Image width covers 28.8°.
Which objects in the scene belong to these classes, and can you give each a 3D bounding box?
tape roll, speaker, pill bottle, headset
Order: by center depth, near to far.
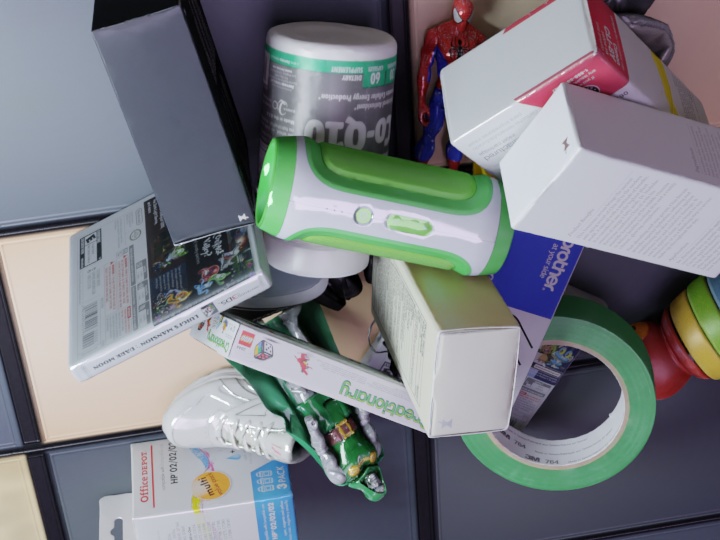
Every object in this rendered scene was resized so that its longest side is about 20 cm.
[{"bbox_3d":[0.020,-0.051,1.123,0.198,0.089,0.089,11,120,-12],"label":"speaker"},{"bbox_3d":[-0.031,-0.104,1.203,0.112,0.113,0.202,0,110,-11],"label":"pill bottle"},{"bbox_3d":[0.000,0.000,1.307,0.122,0.094,0.201,-20,114,3],"label":"headset"},{"bbox_3d":[0.191,0.122,1.390,0.198,0.048,0.202,4,117,7],"label":"tape roll"}]

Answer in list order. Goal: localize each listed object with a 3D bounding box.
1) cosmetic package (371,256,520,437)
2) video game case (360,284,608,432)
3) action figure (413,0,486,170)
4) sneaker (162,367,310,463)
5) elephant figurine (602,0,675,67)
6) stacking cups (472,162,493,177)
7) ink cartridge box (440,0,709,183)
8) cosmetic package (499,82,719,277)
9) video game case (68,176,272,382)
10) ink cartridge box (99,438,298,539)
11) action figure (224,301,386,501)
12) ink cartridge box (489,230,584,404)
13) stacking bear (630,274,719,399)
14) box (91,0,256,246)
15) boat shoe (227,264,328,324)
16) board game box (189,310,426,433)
[{"bbox_3d":[0.067,0.041,1.186,0.070,0.200,0.106,-4,121,-13],"label":"cosmetic package"},{"bbox_3d":[0.122,0.070,1.418,0.199,0.023,0.183,22,116,-22],"label":"video game case"},{"bbox_3d":[0.080,-0.148,1.258,0.065,0.052,0.202,1,119,-7],"label":"action figure"},{"bbox_3d":[-0.096,0.149,1.380,0.198,0.100,0.079,-9,123,-5],"label":"sneaker"},{"bbox_3d":[0.198,-0.212,1.201,0.154,0.142,0.201,13,131,22],"label":"elephant figurine"},{"bbox_3d":[0.207,-0.094,1.306,0.198,0.061,0.061,-11,124,-4],"label":"stacking cups"},{"bbox_3d":[0.184,-0.121,1.155,0.145,0.084,0.199,-31,137,29],"label":"ink cartridge box"},{"bbox_3d":[0.221,-0.067,1.101,0.198,0.072,0.102,12,139,-24],"label":"cosmetic package"},{"bbox_3d":[-0.168,-0.009,1.206,0.181,0.201,0.023,-27,125,7],"label":"video game case"},{"bbox_3d":[-0.168,0.226,1.405,0.198,0.115,0.068,-8,123,-6],"label":"ink cartridge box"},{"bbox_3d":[-0.032,0.132,1.335,0.118,0.055,0.201,-34,96,-27],"label":"action figure"},{"bbox_3d":[0.129,0.030,1.298,0.093,0.044,0.201,17,118,-6],"label":"ink cartridge box"},{"bbox_3d":[0.348,0.058,1.408,0.199,0.122,0.114,-34,116,22],"label":"stacking bear"},{"bbox_3d":[-0.152,-0.146,1.158,0.078,0.142,0.201,-17,123,0],"label":"box"},{"bbox_3d":[-0.117,0.025,1.293,0.197,0.074,0.068,-8,134,16],"label":"boat shoe"},{"bbox_3d":[-0.040,0.084,1.219,0.199,0.126,0.035,22,88,-22],"label":"board game box"}]
